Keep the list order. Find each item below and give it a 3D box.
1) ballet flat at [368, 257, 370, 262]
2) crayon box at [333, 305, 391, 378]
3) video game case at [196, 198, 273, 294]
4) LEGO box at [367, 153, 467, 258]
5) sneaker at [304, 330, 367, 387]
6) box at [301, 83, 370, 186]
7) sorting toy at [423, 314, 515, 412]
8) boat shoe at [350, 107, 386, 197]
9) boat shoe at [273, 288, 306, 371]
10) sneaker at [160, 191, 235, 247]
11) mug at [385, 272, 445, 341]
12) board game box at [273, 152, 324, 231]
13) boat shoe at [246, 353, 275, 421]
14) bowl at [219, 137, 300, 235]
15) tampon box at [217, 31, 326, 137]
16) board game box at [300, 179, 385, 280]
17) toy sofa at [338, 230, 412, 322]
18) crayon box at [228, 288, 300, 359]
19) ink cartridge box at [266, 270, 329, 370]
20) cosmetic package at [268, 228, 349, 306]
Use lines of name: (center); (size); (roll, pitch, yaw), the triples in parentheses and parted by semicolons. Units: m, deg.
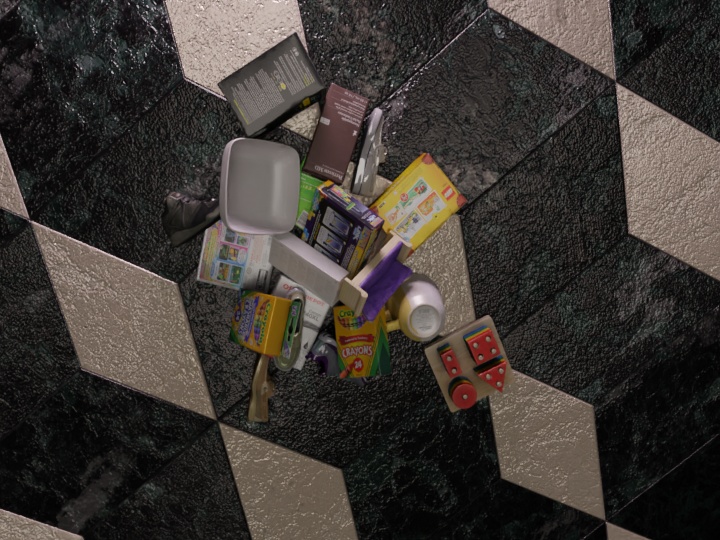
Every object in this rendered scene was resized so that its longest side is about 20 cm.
ballet flat: (0.000, 0.000, 1.306); (0.070, 0.072, 0.205); (-18, 103, -1)
crayon box: (0.001, 0.148, 1.244); (0.125, 0.050, 0.206); (-14, 79, 37)
video game case: (-0.295, -0.054, 1.282); (0.177, 0.024, 0.206); (13, 101, -7)
LEGO box: (0.132, -0.157, 1.268); (0.199, 0.077, 0.149); (-42, 103, 5)
sneaker: (-0.063, 0.244, 1.318); (0.088, 0.074, 0.201); (-47, 120, -16)
box: (-0.058, -0.308, 1.204); (0.098, 0.075, 0.205); (18, 91, -11)
sorting toy: (0.294, 0.256, 1.377); (0.196, 0.070, 0.203); (-26, 103, 1)
boat shoe: (0.030, -0.273, 1.239); (0.064, 0.072, 0.206); (12, 102, -12)
boat shoe: (-0.169, 0.144, 1.229); (0.070, 0.062, 0.206); (8, 102, -7)
sneaker: (-0.382, -0.147, 1.211); (0.196, 0.076, 0.116); (-26, 99, 19)
mug: (0.131, 0.113, 1.289); (0.149, 0.153, 0.188); (39, 97, -12)
board game box: (-0.118, -0.206, 1.262); (0.094, 0.030, 0.202); (32, 100, -10)
boat shoe: (-0.247, 0.294, 1.342); (0.063, 0.072, 0.205); (8, 111, -11)
bowl: (-0.232, -0.185, 1.177); (0.196, 0.073, 0.207); (-2, 99, -45)
tampon box: (-0.188, -0.395, 1.152); (0.197, 0.150, 0.128); (-31, 102, 3)
board game box: (-0.050, -0.076, 1.207); (0.164, 0.057, 0.202); (36, 132, 12)
toy sofa: (0.046, 0.013, 1.190); (0.097, 0.084, 0.200); (36, 55, 11)
crayon box: (-0.224, 0.118, 1.205); (0.051, 0.197, 0.130); (16, 84, -43)
ink cartridge box: (-0.169, 0.118, 1.299); (0.142, 0.084, 0.204); (23, 100, -9)
cosmetic package: (-0.123, -0.009, 1.228); (0.198, 0.051, 0.084); (34, 134, 15)
